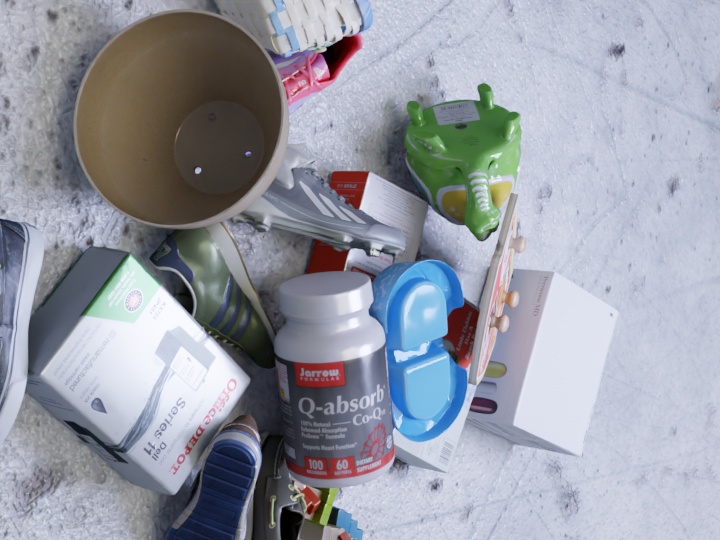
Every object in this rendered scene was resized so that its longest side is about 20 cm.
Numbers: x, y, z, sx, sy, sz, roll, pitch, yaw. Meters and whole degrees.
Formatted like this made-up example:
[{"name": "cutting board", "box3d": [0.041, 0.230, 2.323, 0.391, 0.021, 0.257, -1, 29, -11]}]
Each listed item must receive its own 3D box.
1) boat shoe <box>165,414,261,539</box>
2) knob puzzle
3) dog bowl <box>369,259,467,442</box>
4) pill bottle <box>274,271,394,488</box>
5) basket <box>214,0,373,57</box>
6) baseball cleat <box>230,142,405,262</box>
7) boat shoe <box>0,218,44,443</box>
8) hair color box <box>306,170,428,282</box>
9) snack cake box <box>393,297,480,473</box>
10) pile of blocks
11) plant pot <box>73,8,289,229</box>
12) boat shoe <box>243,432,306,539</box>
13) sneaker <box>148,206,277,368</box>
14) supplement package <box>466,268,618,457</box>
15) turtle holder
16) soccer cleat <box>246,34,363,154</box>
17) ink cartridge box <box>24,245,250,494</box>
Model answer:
[{"name": "boat shoe", "box3d": [-0.139, 0.233, 1.242, 0.072, 0.072, 0.201, -68, -176, -62]}, {"name": "knob puzzle", "box3d": [0.160, 0.042, 1.407, 0.220, 0.030, 0.221, 13, 90, -79]}, {"name": "dog bowl", "box3d": [0.057, 0.083, 1.328, 0.111, 0.049, 0.201, -17, 111, -36]}, {"name": "pill bottle", "box3d": [-0.029, 0.109, 1.262, 0.115, 0.115, 0.201, -19, 110, -41]}, {"name": "basket", "box3d": [-0.045, -0.306, 1.255, 0.200, 0.176, 0.140, -38, 120, -14]}, {"name": "baseball cleat", "box3d": [-0.041, -0.077, 1.301, 0.199, 0.070, 0.107, 13, 78, -15]}, {"name": "boat shoe", "box3d": [-0.340, 0.049, 1.073, 0.091, 0.071, 0.202, 15, 76, -42]}, {"name": "hair color box", "box3d": [0.000, 0.000, 1.394, 0.111, 0.064, 0.201, 24, 76, -44]}, {"name": "snack cake box", "box3d": [0.080, 0.126, 1.478, 0.115, 0.067, 0.201, 34, 70, -39]}, {"name": "pile of blocks", "box3d": [-0.027, 0.289, 1.392, 0.082, 0.062, 0.200, -52, 126, -28]}, {"name": "plant pot", "box3d": [-0.152, -0.131, 1.173, 0.134, 0.199, 0.202, 28, 71, -77]}, {"name": "boat shoe", "box3d": [-0.086, 0.260, 1.284, 0.072, 0.060, 0.203, 65, 23, -48]}, {"name": "sneaker", "box3d": [-0.151, 0.035, 1.259, 0.090, 0.067, 0.201, -31, 127, -14]}, {"name": "supplement package", "box3d": [0.225, 0.117, 1.586, 0.155, 0.110, 0.201, 28, 74, -42]}, {"name": "turtle holder", "box3d": [0.132, -0.120, 1.432, 0.140, 0.185, 0.132, -26, 129, -25]}, {"name": "soccer cleat", "box3d": [-0.075, -0.194, 1.296, 0.200, 0.076, 0.067, -49, 120, -32]}, {"name": "ink cartridge box", "box3d": [-0.219, 0.098, 1.177, 0.200, 0.083, 0.147, 50, 61, -35]}]
